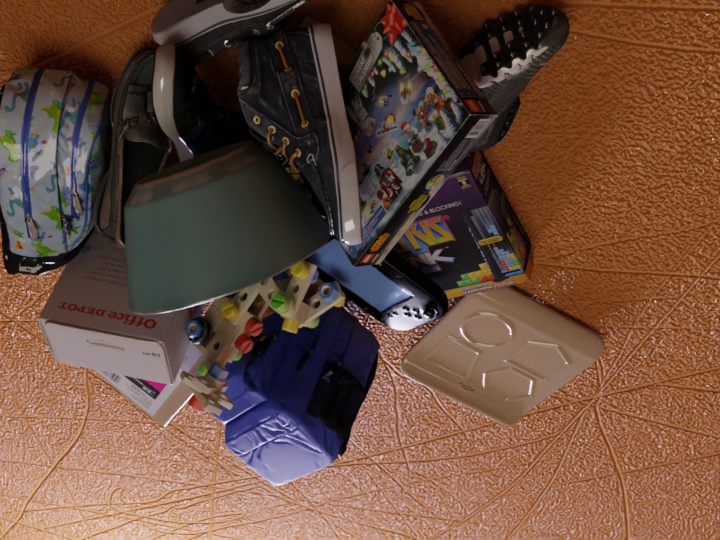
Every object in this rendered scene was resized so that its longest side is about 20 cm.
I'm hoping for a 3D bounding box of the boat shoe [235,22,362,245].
[{"bbox_3d":[-0.053,-0.113,0.812,0.089,0.203,0.071,-11,167,-1],"label":"boat shoe"}]

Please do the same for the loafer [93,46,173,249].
[{"bbox_3d":[-0.217,-0.118,0.932,0.071,0.063,0.203,7,107,-33],"label":"loafer"}]

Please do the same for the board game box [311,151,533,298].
[{"bbox_3d":[0.066,-0.041,1.007,0.198,0.057,0.166,-14,132,30],"label":"board game box"}]

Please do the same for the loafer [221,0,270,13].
[{"bbox_3d":[-0.075,-0.303,0.726,0.071,0.073,0.202,32,113,22],"label":"loafer"}]

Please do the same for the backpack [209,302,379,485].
[{"bbox_3d":[-0.073,0.126,1.128,0.168,0.201,0.162,45,137,-19],"label":"backpack"}]

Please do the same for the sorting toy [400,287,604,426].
[{"bbox_3d":[0.172,0.101,1.153,0.183,0.037,0.200,27,134,-13],"label":"sorting toy"}]

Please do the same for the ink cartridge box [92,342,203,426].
[{"bbox_3d":[-0.290,0.094,1.215,0.199,0.075,0.165,39,142,-4],"label":"ink cartridge box"}]

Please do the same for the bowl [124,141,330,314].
[{"bbox_3d":[-0.135,-0.049,0.849,0.198,0.201,0.106,-12,105,28],"label":"bowl"}]

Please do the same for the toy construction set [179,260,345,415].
[{"bbox_3d":[-0.120,0.064,1.004,0.131,0.200,0.092,36,168,33],"label":"toy construction set"}]

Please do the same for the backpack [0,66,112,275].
[{"bbox_3d":[-0.326,-0.118,0.982,0.151,0.164,0.202,-1,131,6],"label":"backpack"}]

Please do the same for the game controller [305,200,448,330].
[{"bbox_3d":[0.000,0.000,0.999,0.199,0.042,0.104,36,137,-20],"label":"game controller"}]

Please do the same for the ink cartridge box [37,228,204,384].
[{"bbox_3d":[-0.254,0.016,1.059,0.142,0.202,0.085,10,139,6],"label":"ink cartridge box"}]

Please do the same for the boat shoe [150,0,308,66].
[{"bbox_3d":[-0.102,-0.230,0.841,0.198,0.071,0.066,-14,139,31],"label":"boat shoe"}]

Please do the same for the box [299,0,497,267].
[{"bbox_3d":[0.022,-0.119,0.837,0.040,0.138,0.201,-7,147,-41],"label":"box"}]

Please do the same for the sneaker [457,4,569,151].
[{"bbox_3d":[0.118,-0.163,0.852,0.090,0.067,0.199,26,132,-38],"label":"sneaker"}]

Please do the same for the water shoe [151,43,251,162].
[{"bbox_3d":[-0.146,-0.148,0.902,0.078,0.073,0.201,-3,153,4],"label":"water shoe"}]

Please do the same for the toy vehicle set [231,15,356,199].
[{"bbox_3d":[-0.060,-0.151,0.944,0.123,0.027,0.200,32,137,-18],"label":"toy vehicle set"}]
